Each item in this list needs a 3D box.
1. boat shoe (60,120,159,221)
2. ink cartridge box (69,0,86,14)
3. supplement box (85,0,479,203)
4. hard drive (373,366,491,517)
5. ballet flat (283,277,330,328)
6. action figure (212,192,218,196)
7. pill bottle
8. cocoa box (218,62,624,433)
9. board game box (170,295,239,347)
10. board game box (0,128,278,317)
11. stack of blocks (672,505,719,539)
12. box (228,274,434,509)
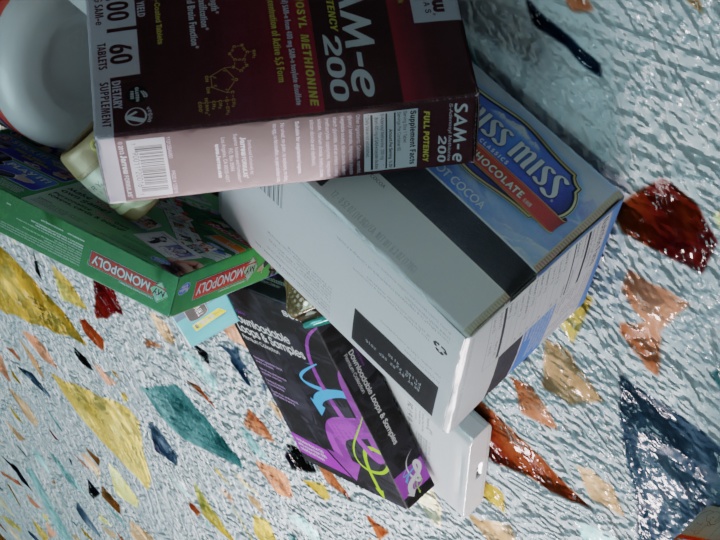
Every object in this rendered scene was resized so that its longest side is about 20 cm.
[{"bbox_3d":[-0.106,-0.129,1.074,0.066,0.201,0.074,33,171,-18],"label":"boat shoe"},{"bbox_3d":[-0.150,-0.261,1.025,0.200,0.146,0.147,40,155,23],"label":"ink cartridge box"},{"bbox_3d":[-0.043,-0.105,0.967,0.061,0.198,0.110,89,172,-56],"label":"supplement box"},{"bbox_3d":[0.018,0.093,1.408,0.200,0.026,0.132,41,155,23],"label":"hard drive"},{"bbox_3d":[0.000,0.000,1.195,0.200,0.070,0.066,7,-113,-75],"label":"ballet flat"},{"bbox_3d":[-0.093,-0.062,1.316,0.117,0.055,0.200,20,177,-14],"label":"action figure"},{"bbox_3d":[-0.227,-0.153,1.179,0.199,0.112,0.113,24,146,47],"label":"pill bottle"},{"bbox_3d":[0.030,-0.037,1.049,0.200,0.131,0.134,43,158,17],"label":"cocoa box"},{"bbox_3d":[-0.155,-0.043,1.309,0.152,0.047,0.200,59,175,18],"label":"board game box"},{"bbox_3d":[-0.158,-0.037,1.129,0.199,0.134,0.029,25,112,22],"label":"board game box"},{"bbox_3d":[0.244,0.262,1.131,0.201,0.115,0.058,58,156,-16],"label":"stack of blocks"},{"bbox_3d":[-0.032,0.083,1.406,0.142,0.036,0.201,18,140,52],"label":"box"}]
